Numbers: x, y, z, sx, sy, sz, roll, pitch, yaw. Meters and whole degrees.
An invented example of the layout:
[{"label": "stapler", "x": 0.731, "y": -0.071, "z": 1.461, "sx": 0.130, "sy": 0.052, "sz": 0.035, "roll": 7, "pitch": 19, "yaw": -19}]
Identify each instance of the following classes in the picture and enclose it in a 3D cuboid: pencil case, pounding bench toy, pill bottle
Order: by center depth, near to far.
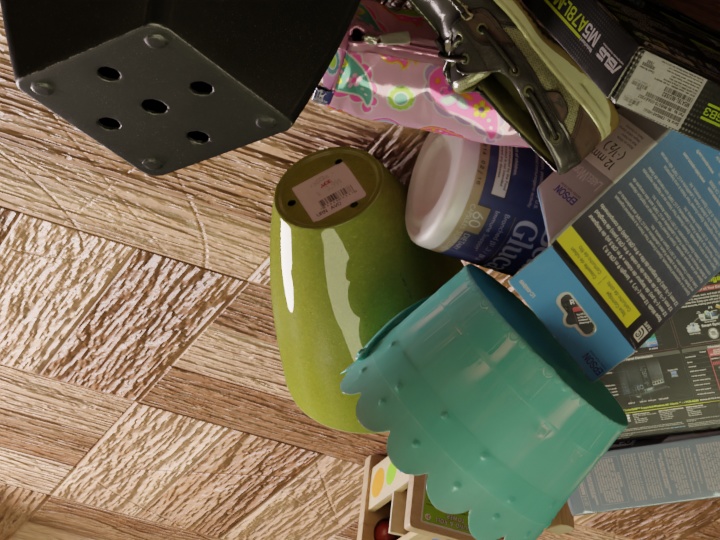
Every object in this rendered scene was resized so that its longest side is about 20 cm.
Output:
[{"label": "pencil case", "x": 0.068, "y": -0.142, "z": 1.430, "sx": 0.198, "sy": 0.088, "sz": 0.088, "roll": 12, "pitch": 152, "yaw": -6}, {"label": "pill bottle", "x": 0.145, "y": -0.046, "z": 1.563, "sx": 0.199, "sy": 0.112, "sz": 0.111, "roll": 17, "pitch": 151, "yaw": -18}, {"label": "pounding bench toy", "x": 0.113, "y": 0.263, "z": 2.131, "sx": 0.199, "sy": 0.125, "sz": 0.156, "roll": 17, "pitch": 151, "yaw": -18}]

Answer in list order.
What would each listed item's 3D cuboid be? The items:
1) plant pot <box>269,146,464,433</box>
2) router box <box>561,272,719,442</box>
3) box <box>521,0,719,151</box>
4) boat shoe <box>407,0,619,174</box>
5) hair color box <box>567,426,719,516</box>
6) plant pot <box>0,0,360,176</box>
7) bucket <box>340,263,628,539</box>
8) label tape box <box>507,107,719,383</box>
[{"label": "plant pot", "x": 0.000, "y": 0.000, "z": 1.639, "sx": 0.186, "sy": 0.188, "sz": 0.201, "roll": -2, "pitch": 137, "yaw": 17}, {"label": "router box", "x": 0.283, "y": 0.060, "z": 1.703, "sx": 0.199, "sy": 0.062, "sz": 0.151, "roll": -10, "pitch": 111, "yaw": 28}, {"label": "box", "x": 0.219, "y": -0.133, "z": 1.319, "sx": 0.199, "sy": 0.193, "sz": 0.048, "roll": 21, "pitch": 108, "yaw": -26}, {"label": "boat shoe", "x": 0.088, "y": -0.148, "z": 1.354, "sx": 0.201, "sy": 0.066, "sz": 0.072, "roll": 42, "pitch": 164, "yaw": -3}, {"label": "hair color box", "x": 0.286, "y": 0.163, "z": 1.762, "sx": 0.199, "sy": 0.099, "sz": 0.061, "roll": -11, "pitch": 103, "yaw": 27}, {"label": "plant pot", "x": -0.123, "y": -0.182, "z": 1.301, "sx": 0.198, "sy": 0.179, "sz": 0.200, "roll": -16, "pitch": 143, "yaw": 36}, {"label": "bucket", "x": 0.099, "y": 0.103, "z": 1.526, "sx": 0.135, "sy": 0.207, "sz": 0.207, "roll": -45, "pitch": 133, "yaw": 9}, {"label": "label tape box", "x": 0.204, "y": -0.033, "z": 1.483, "sx": 0.200, "sy": 0.066, "sz": 0.143, "roll": -42, "pitch": 128, "yaw": 1}]
